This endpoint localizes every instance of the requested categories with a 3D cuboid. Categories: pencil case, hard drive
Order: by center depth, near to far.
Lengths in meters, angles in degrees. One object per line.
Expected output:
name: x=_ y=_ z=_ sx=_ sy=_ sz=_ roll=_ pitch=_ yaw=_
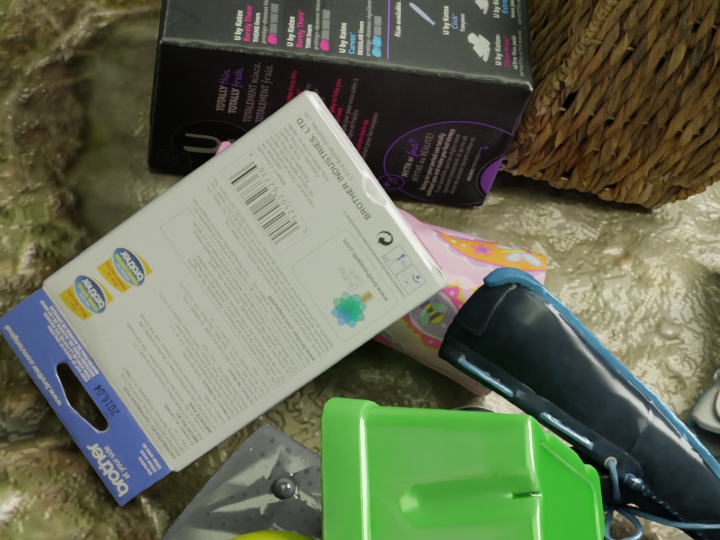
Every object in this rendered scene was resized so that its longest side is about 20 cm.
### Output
hard drive: x=-0.051 y=0.183 z=0.784 sx=0.135 sy=0.042 sz=0.200 roll=31 pitch=59 yaw=9
pencil case: x=0.000 y=0.000 z=0.883 sx=0.200 sy=0.087 sz=0.087 roll=19 pitch=58 yaw=1

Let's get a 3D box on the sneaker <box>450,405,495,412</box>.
sneaker: x=0.092 y=0.145 z=0.809 sx=0.075 sy=0.085 sz=0.200 roll=-15 pitch=63 yaw=-19

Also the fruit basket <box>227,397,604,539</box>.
fruit basket: x=0.002 y=0.165 z=0.722 sx=0.215 sy=0.156 sz=0.216 roll=-12 pitch=63 yaw=24

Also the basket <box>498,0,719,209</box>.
basket: x=0.173 y=-0.150 z=0.933 sx=0.143 sy=0.200 sz=0.149 roll=12 pitch=55 yaw=-13

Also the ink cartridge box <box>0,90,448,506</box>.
ink cartridge box: x=-0.070 y=0.015 z=0.829 sx=0.200 sy=0.042 sz=0.119 roll=-35 pitch=90 yaw=4

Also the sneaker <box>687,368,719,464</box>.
sneaker: x=0.219 y=0.060 z=0.895 sx=0.087 sy=0.075 sz=0.200 roll=-2 pitch=59 yaw=-5

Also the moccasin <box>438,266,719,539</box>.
moccasin: x=0.120 y=0.085 z=0.825 sx=0.200 sy=0.080 sz=0.068 roll=44 pitch=89 yaw=-2

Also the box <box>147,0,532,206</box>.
box: x=-0.014 y=-0.120 z=0.928 sx=0.200 sy=0.122 sz=0.106 roll=6 pitch=58 yaw=-8
